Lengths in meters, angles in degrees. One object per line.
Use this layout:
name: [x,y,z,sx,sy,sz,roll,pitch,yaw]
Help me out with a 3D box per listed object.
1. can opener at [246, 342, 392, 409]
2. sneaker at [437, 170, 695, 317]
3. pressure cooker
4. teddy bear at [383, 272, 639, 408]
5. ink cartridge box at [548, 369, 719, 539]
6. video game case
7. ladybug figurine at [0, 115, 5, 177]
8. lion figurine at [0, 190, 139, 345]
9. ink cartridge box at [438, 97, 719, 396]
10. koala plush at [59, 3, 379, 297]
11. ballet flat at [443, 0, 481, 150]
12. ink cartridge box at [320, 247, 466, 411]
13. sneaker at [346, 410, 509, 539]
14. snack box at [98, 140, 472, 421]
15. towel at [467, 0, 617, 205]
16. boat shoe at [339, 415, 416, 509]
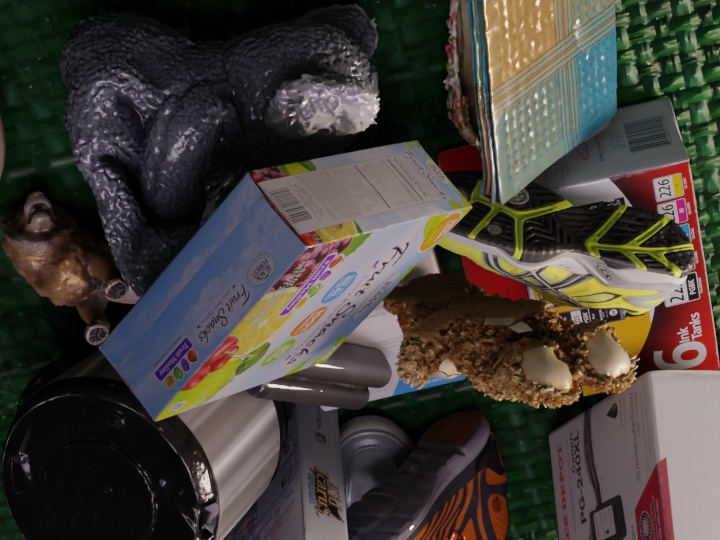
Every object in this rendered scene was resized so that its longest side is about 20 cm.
can opener: [-0.065,0.054,1.409,0.200,0.067,0.053,12,131,-46]
sneaker: [0.124,-0.009,1.364,0.199,0.076,0.077,16,137,-6]
pressure cooker: [-0.151,0.127,1.478,0.175,0.200,0.179,3,112,22]
teddy bear: [0.096,0.057,1.355,0.200,0.145,0.067,10,114,36]
ink cartridge box: [0.220,0.171,1.516,0.083,0.146,0.200,2,161,-17]
video game case: [-0.078,0.220,1.558,0.045,0.182,0.200,22,123,-22]
ladybug figurine: [-0.312,-0.115,1.346,0.135,0.072,0.200,-14,127,7]
lion figurine: [-0.156,0.000,1.439,0.199,0.123,0.073,9,115,-28]
ink cartridge box: [0.161,-0.008,1.465,0.175,0.084,0.200,-12,128,6]
koala plush: [-0.078,-0.107,1.317,0.199,0.177,0.184,-17,114,13]
ballet flat: [0.092,-0.165,1.350,0.075,0.064,0.200,-6,127,0]
ink cartridge box: [0.000,0.000,1.466,0.115,0.068,0.200,-13,128,4]
sneaker: [0.056,0.210,1.560,0.077,0.200,0.112,6,128,48]
snack box: [-0.044,0.003,1.268,0.068,0.200,0.169,51,121,13]
towel: [0.121,-0.161,1.321,0.022,0.147,0.201,21,132,37]
boat shoe: [0.022,0.207,1.626,0.070,0.072,0.201,-10,128,2]
